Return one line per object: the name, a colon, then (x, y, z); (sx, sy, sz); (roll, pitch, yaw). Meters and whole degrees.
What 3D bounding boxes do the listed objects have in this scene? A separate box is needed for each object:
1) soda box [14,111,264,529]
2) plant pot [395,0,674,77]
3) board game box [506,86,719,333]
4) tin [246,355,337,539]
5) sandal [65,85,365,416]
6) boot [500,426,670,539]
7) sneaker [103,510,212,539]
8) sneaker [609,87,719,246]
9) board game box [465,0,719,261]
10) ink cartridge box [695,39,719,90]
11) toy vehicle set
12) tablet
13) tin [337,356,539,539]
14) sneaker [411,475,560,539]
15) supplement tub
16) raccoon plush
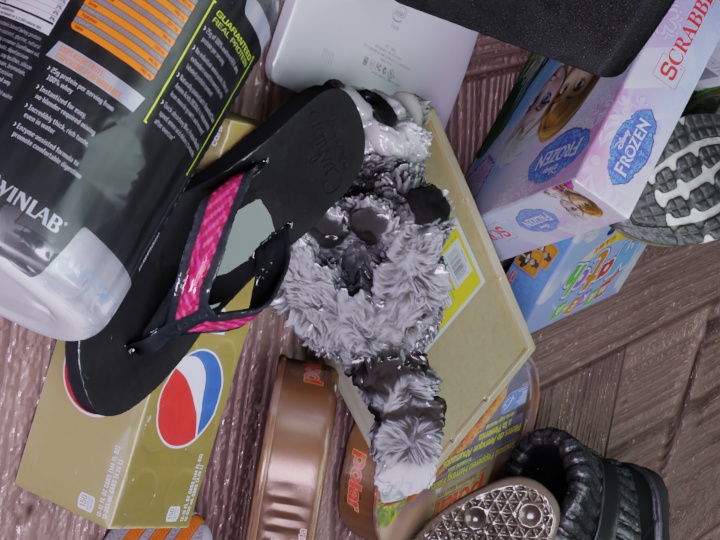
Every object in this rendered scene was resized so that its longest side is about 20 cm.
soda box: (-0.096, 0.019, 0.990); (0.068, 0.064, 0.202); (10, 97, -59)
plant pot: (0.109, -0.222, 1.057); (0.178, 0.198, 0.200); (99, 15, -44)
board game box: (0.174, -0.057, 1.374); (0.151, 0.037, 0.201); (-20, 145, -55)
tin: (-0.044, 0.147, 1.125); (0.112, 0.041, 0.202); (-101, -160, -76)
sandal: (-0.057, -0.012, 0.929); (0.200, 0.045, 0.075); (-45, 134, -27)
boot: (0.154, 0.219, 1.397); (0.158, 0.079, 0.213); (22, 60, -58)
sneaker: (-0.128, 0.222, 1.041); (0.200, 0.077, 0.113); (-47, 142, -37)
sneaker: (0.198, -0.063, 1.250); (0.199, 0.088, 0.077); (-29, 100, -41)
board game box: (0.140, -0.107, 1.216); (0.201, 0.041, 0.200); (-61, -166, -18)
ink cartridge box: (0.258, -0.204, 1.206); (0.201, 0.047, 0.160); (-59, -166, -10)
toy vehicle set: (0.029, 0.017, 1.191); (0.124, 0.026, 0.201); (-47, 133, -25)
tablet: (0.018, -0.147, 1.140); (0.200, 0.014, 0.131); (15, 93, -62)
tin: (0.052, 0.111, 1.327); (0.199, 0.042, 0.113); (-19, 119, -55)
sneaker: (0.049, 0.198, 1.304); (0.200, 0.070, 0.076); (-47, 180, 14)
supplement tub: (-0.112, -0.084, 0.841); (0.201, 0.122, 0.123); (-61, 150, -16)
raccoon plush: (0.000, 0.000, 1.078); (0.134, 0.096, 0.202); (-85, 178, -62)
